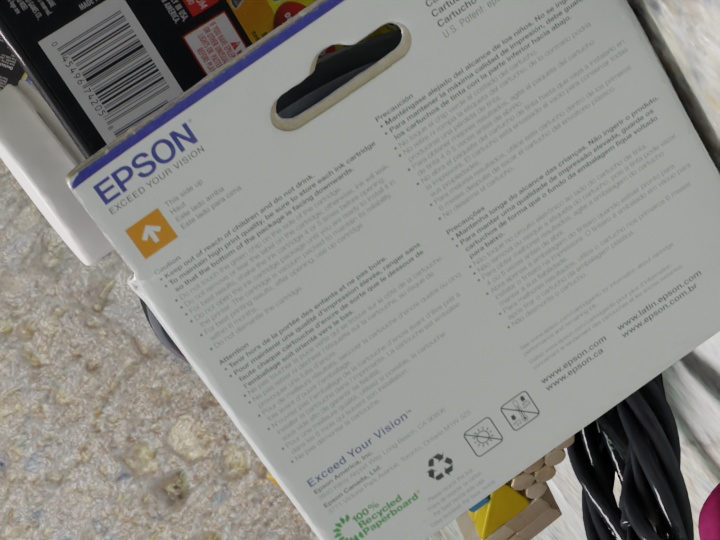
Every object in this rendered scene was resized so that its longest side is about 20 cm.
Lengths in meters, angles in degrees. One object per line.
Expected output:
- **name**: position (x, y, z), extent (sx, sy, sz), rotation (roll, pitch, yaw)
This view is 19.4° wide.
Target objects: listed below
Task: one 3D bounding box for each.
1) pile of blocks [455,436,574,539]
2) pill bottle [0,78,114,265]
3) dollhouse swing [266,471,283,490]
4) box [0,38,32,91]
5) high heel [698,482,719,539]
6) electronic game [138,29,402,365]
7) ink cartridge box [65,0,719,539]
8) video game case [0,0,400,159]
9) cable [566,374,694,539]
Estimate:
- **pile of blocks**: position (0.066, 0.052, 0.998), extent (0.062, 0.082, 0.200), rotation (-115, 30, -45)
- **pill bottle**: position (-0.063, -0.094, 0.914), extent (0.109, 0.200, 0.109), rotation (52, 172, 11)
- **dollhouse swing**: position (-0.033, 0.015, 1.310), extent (0.182, 0.176, 0.200), rotation (52, 173, 0)
- **box**: position (-0.212, -0.123, 1.004), extent (0.200, 0.044, 0.160), rotation (18, -167, -42)
- **high heel**: position (0.219, 0.187, 0.981), extent (0.200, 0.067, 0.096), rotation (55, -177, 11)
- **electronic game**: position (0.006, -0.024, 0.828), extent (0.042, 0.200, 0.200), rotation (60, 177, 29)
- **ink cartridge box**: position (0.025, -0.017, 0.751), extent (0.200, 0.200, 0.041), rotation (57, 177, -26)
- **video game case**: position (-0.058, -0.141, 0.747), extent (0.200, 0.181, 0.026), rotation (58, -179, -34)
- **cable**: position (0.133, 0.119, 1.013), extent (0.163, 0.051, 0.200), rotation (36, -137, -86)
